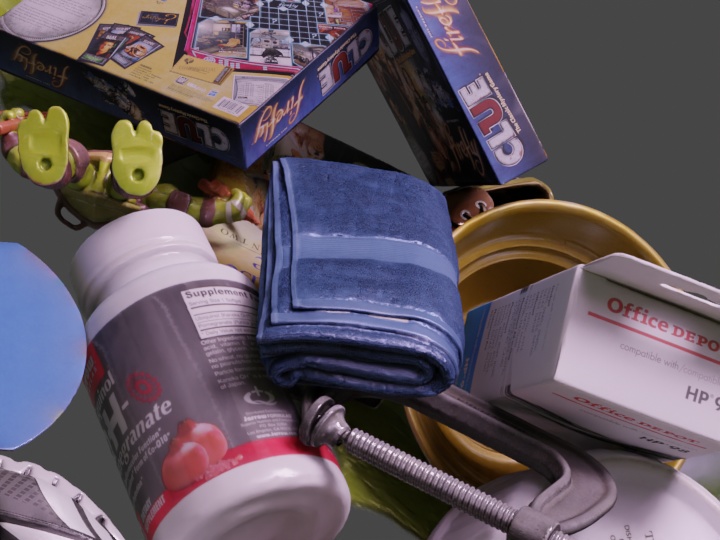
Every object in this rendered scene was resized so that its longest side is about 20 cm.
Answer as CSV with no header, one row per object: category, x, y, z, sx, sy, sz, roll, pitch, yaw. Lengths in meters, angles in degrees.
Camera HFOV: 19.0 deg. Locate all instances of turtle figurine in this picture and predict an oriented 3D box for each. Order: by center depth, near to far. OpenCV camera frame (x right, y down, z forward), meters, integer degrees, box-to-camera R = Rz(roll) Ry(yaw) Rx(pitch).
turtle figurine,-0.159,-0.056,1.254,0.199,0.065,0.161,21,-6,2

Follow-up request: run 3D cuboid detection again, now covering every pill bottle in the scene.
pill bottle,-0.090,0.066,1.176,0.110,0.111,0.201,0,49,-35

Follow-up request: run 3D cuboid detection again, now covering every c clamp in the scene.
c clamp,0.047,0.098,1.100,0.199,0.027,0.171,28,27,27

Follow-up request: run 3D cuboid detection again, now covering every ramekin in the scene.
ramekin,0.133,0.190,1.173,0.201,0.094,0.203,10,61,-18

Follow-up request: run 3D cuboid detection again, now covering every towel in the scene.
towel,0.000,0.000,1.182,0.111,0.049,0.200,6,27,-4

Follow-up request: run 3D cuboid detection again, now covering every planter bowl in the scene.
planter bowl,0.103,0.064,1.308,0.199,0.083,0.202,4,78,-18

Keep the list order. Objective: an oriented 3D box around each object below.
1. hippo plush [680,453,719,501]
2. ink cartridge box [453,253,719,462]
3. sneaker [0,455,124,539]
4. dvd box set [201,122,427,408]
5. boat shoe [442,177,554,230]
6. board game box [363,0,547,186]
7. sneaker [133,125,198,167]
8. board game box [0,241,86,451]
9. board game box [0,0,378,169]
hippo plush,0.239,0.061,1.370,0.199,0.161,0.160,-2,51,-36
ink cartridge box,0.137,0.055,1.170,0.115,0.200,0.067,20,74,-14
sneaker,-0.146,0.161,1.065,0.199,0.067,0.091,34,24,-3
dvd box set,-0.035,-0.016,1.364,0.146,0.029,0.201,26,39,-10
boat shoe,0.064,-0.023,1.372,0.072,0.068,0.200,61,29,-6
board game box,0.048,-0.119,1.345,0.034,0.200,0.136,-29,96,-8
sneaker,-0.123,-0.146,1.406,0.106,0.075,0.200,-22,40,-13
board game box,-0.247,0.047,1.142,0.199,0.039,0.158,4,42,-15
board game box,-0.107,-0.142,1.313,0.199,0.035,0.135,23,50,30
